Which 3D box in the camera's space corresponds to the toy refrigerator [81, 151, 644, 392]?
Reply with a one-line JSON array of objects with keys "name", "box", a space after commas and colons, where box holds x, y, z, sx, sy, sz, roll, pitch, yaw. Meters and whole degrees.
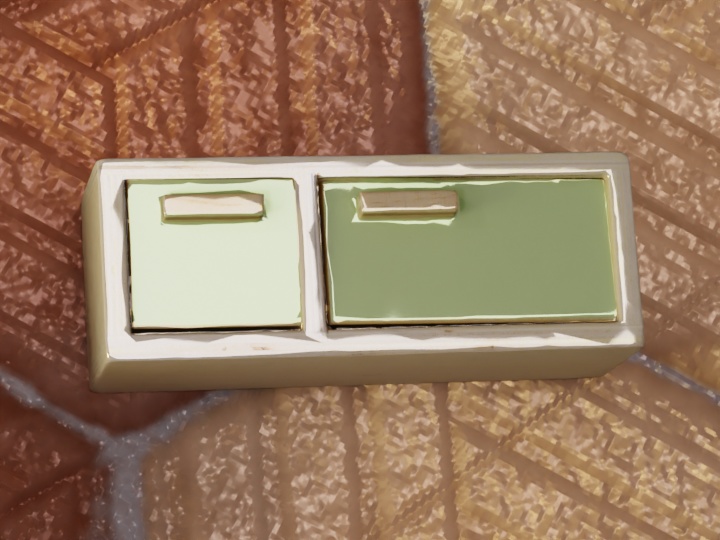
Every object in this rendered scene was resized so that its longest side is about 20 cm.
[{"name": "toy refrigerator", "box": [0.000, 0.000, 1.097, 0.199, 0.070, 0.076, -1, 78, -11]}]
